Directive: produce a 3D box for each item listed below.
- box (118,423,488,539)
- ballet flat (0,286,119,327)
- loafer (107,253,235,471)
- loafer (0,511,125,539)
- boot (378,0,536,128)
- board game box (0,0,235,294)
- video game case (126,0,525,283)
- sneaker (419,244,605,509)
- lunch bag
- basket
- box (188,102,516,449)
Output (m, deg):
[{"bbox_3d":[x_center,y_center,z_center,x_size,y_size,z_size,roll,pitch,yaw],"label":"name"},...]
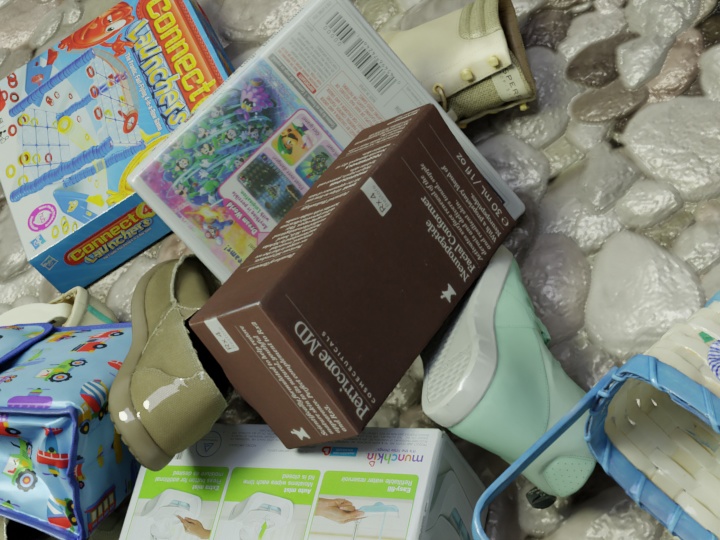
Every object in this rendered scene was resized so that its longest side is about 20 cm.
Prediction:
[{"bbox_3d":[-0.043,0.187,0.922,0.199,0.097,0.177,-2,59,26],"label":"box"},{"bbox_3d":[-0.269,0.064,1.139,0.199,0.070,0.070,-22,52,13],"label":"ballet flat"},{"bbox_3d":[-0.101,0.049,0.962,0.067,0.076,0.200,-23,28,13],"label":"loafer"},{"bbox_3d":[-0.217,0.161,1.046,0.199,0.068,0.076,16,67,34],"label":"loafer"},{"bbox_3d":[0.044,-0.100,1.084,0.155,0.073,0.201,-14,49,20],"label":"boot"},{"bbox_3d":[-0.186,-0.110,1.218,0.195,0.056,0.200,-33,50,4],"label":"board game box"},{"bbox_3d":[-0.019,-0.049,1.016,0.182,0.200,0.024,-44,17,-6],"label":"video game case"},{"bbox_3d":[0.098,0.064,0.958,0.074,0.118,0.201,-46,13,24],"label":"sneaker"},{"bbox_3d":[-0.236,0.088,1.020,0.199,0.095,0.151,7,22,17],"label":"lunch bag"},{"bbox_3d":[0.178,0.116,0.812,0.176,0.139,0.200,37,70,15],"label":"basket"},{"bbox_3d":[0.000,0.000,0.931,0.075,0.100,0.200,-16,28,49],"label":"box"}]
